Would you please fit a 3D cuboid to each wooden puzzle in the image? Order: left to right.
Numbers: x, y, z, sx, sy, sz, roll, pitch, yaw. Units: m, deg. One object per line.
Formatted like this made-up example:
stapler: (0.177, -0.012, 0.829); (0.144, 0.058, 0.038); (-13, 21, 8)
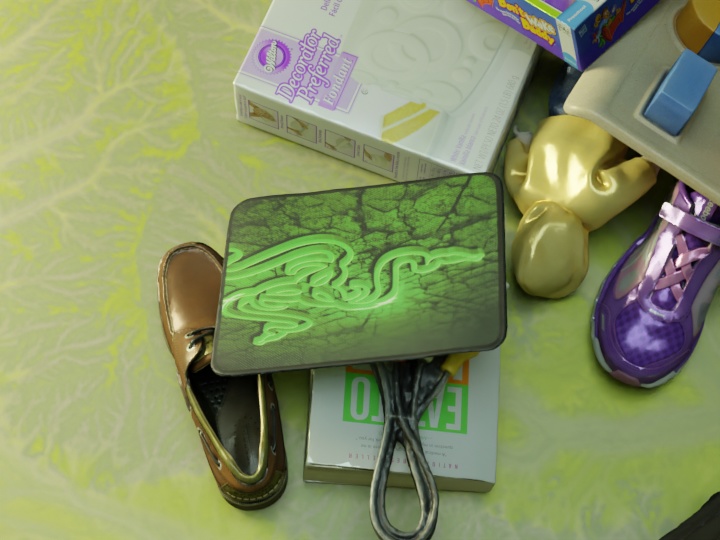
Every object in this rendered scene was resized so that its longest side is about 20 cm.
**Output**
wooden puzzle: (0.263, -0.124, 1.068); (0.199, 0.046, 0.186); (31, 52, 6)

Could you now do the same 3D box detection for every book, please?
book: (0.033, 0.050, 1.079); (0.132, 0.048, 0.201); (5, 67, -3)

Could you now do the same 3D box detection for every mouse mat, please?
mouse mat: (0.000, 0.000, 1.037); (0.198, 0.008, 0.162); (-7, 48, 11)

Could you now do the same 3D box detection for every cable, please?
cable: (0.030, 0.080, 1.014); (0.096, 0.050, 0.201); (17, 64, 2)

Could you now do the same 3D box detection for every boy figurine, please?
boy figurine: (0.161, -0.073, 1.108); (0.124, 0.064, 0.201); (7, 69, 28)

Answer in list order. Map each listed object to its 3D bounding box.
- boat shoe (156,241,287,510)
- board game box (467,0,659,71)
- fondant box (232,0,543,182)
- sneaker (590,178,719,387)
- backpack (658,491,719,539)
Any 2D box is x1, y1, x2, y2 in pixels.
boat shoe: (-0.093, 0.062, 1.056); (0.071, 0.068, 0.201); (-20, 70, -7)
board game box: (0.177, -0.248, 1.106); (0.200, 0.045, 0.134); (-43, 55, -14)
fondant box: (0.023, -0.151, 1.145); (0.199, 0.058, 0.145); (21, 70, 8)
sneaker: (0.229, -0.013, 1.080); (0.080, 0.089, 0.201); (30, 72, 8)
backpack: (0.241, 0.224, 0.946); (0.200, 0.183, 0.147); (-39, 97, -18)
